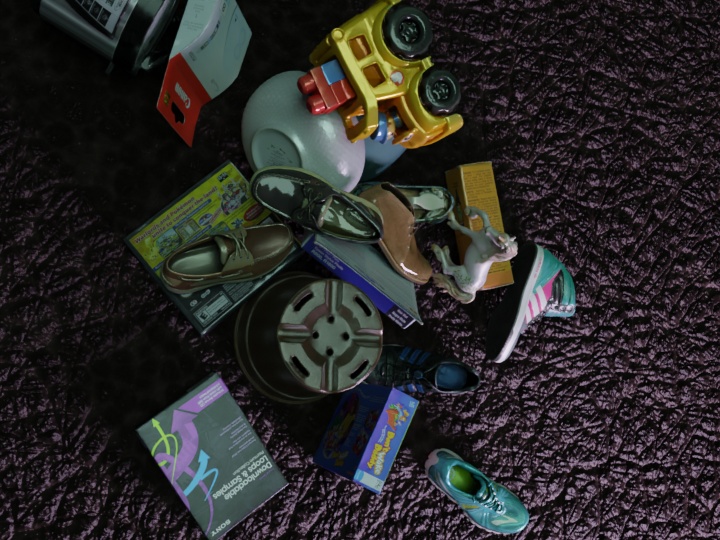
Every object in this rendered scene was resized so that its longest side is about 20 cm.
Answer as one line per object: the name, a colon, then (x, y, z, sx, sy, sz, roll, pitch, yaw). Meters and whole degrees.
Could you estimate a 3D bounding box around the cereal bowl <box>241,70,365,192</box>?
cereal bowl: (-0.095, -0.177, 1.245, 0.201, 0.199, 0.083, 55, 44, -7)

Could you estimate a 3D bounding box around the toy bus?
toy bus: (0.015, -0.237, 1.151, 0.191, 0.135, 0.202, -32, 97, -22)

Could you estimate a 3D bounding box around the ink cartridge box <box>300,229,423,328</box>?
ink cartridge box: (0.000, 0.000, 1.274, 0.199, 0.200, 0.041, 38, 103, -12)

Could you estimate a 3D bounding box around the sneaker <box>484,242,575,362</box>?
sneaker: (0.287, 0.067, 1.425, 0.119, 0.084, 0.203, 21, 94, -23)

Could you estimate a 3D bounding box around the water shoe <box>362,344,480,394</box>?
water shoe: (0.091, 0.153, 1.349, 0.197, 0.079, 0.073, 5, 84, -18)

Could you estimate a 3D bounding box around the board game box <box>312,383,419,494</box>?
board game box: (0.003, 0.234, 1.249, 0.044, 0.200, 0.136, 28, 78, -14)

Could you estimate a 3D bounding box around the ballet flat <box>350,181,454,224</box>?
ballet flat: (0.058, -0.108, 1.366, 0.197, 0.074, 0.076, -4, 87, -19)

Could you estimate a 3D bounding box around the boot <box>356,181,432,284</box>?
boot: (0.065, -0.054, 1.328, 0.075, 0.074, 0.200, -32, 127, 16)

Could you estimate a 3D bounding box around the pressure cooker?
pressure cooker: (-0.329, -0.383, 1.204, 0.198, 0.176, 0.180, 31, 60, -15)

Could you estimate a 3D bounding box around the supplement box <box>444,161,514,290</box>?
supplement box: (0.192, -0.071, 1.409, 0.068, 0.066, 0.203, -12, 90, -19)

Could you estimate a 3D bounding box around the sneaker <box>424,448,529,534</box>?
sneaker: (0.187, 0.354, 1.364, 0.199, 0.080, 0.078, 35, 76, -13)

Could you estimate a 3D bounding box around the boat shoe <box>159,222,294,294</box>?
boat shoe: (-0.184, -0.021, 1.218, 0.198, 0.072, 0.077, -22, 79, -14)

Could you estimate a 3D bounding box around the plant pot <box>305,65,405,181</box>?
plant pot: (0.004, -0.247, 1.311, 0.197, 0.161, 0.204, 1, 85, -18)

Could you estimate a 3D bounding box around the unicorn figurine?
unicorn figurine: (0.177, -0.032, 1.327, 0.073, 0.202, 0.138, -22, 52, -26)

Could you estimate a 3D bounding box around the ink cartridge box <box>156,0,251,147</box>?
ink cartridge box: (-0.219, -0.292, 1.239, 0.047, 0.160, 0.203, 13, 80, 9)

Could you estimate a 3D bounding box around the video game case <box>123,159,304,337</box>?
video game case: (-0.211, -0.035, 1.269, 0.199, 0.026, 0.181, -40, 84, -17)

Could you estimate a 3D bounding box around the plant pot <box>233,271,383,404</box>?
plant pot: (-0.068, 0.093, 1.239, 0.197, 0.198, 0.204, 2, 84, -18)

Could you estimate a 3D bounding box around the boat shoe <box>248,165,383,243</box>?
boat shoe: (-0.055, -0.089, 1.186, 0.197, 0.065, 0.074, 16, 103, -15)

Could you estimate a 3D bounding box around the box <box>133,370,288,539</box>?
box: (-0.214, 0.270, 1.259, 0.142, 0.036, 0.201, -35, 98, -18)
